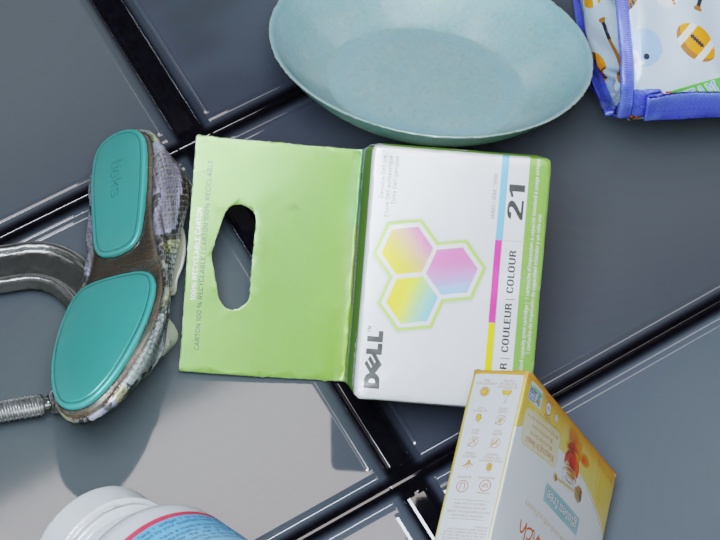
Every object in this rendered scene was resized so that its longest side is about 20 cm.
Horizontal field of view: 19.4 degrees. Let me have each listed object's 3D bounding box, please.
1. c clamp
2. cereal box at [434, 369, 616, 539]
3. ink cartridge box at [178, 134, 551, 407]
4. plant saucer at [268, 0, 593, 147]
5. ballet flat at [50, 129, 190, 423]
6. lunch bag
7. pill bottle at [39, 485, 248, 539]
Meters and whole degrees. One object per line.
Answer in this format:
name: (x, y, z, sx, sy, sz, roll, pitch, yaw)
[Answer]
c clamp: (-0.235, 0.065, 1.218, 0.200, 0.027, 0.171, -15, 64, -11)
cereal box: (0.083, 0.173, 1.146, 0.039, 0.144, 0.200, 0, 63, 28)
ink cartridge box: (0.000, 0.000, 1.216, 0.200, 0.076, 0.148, 4, 92, -6)
plant saucer: (0.042, -0.126, 1.296, 0.201, 0.039, 0.201, 4, 38, -3)
ballet flat: (-0.129, 0.011, 1.221, 0.072, 0.072, 0.201, 7, 55, -4)
lunch bag: (0.222, -0.180, 1.323, 0.170, 0.124, 0.200, -4, 58, -7)
pill bottle: (-0.083, 0.189, 1.097, 0.109, 0.109, 0.200, -42, 43, -21)
